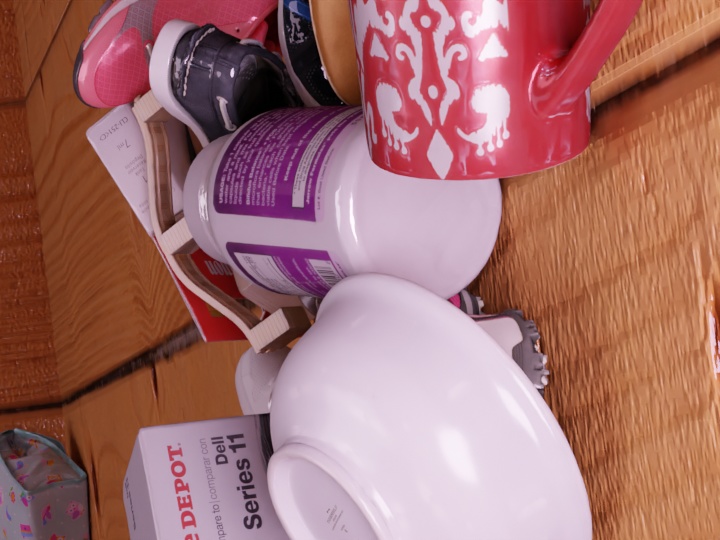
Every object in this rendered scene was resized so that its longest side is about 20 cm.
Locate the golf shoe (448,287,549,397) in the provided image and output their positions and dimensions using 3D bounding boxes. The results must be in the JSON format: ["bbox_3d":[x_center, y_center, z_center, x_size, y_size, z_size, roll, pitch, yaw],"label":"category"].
[{"bbox_3d":[0.044,0.055,1.156,0.200,0.088,0.077,-147,54,-69],"label":"golf shoe"}]

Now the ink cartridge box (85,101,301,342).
[{"bbox_3d":[-0.099,-0.034,1.528,0.176,0.045,0.200,58,-163,12],"label":"ink cartridge box"}]

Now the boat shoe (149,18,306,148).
[{"bbox_3d":[-0.068,-0.102,1.331,0.200,0.060,0.076,22,-96,-68],"label":"boat shoe"}]

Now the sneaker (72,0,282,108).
[{"bbox_3d":[-0.102,-0.163,1.418,0.087,0.200,0.074,55,172,41],"label":"sneaker"}]

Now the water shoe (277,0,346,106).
[{"bbox_3d":[-0.013,-0.185,1.294,0.079,0.071,0.200,154,109,-72],"label":"water shoe"}]

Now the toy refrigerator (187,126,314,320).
[{"bbox_3d":[-0.058,-0.060,1.472,0.076,0.070,0.200,-39,44,18],"label":"toy refrigerator"}]

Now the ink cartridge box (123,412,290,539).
[{"bbox_3d":[-0.033,0.162,1.257,0.083,0.200,0.147,110,149,-58],"label":"ink cartridge box"}]

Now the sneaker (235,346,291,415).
[{"bbox_3d":[-0.023,0.090,1.447,0.200,0.074,0.116,53,146,40],"label":"sneaker"}]

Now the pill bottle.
[{"bbox_3d":[-0.019,-0.039,1.201,0.200,0.112,0.112,6,102,56],"label":"pill bottle"}]

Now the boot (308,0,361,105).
[{"bbox_3d":[0.019,-0.181,1.173,0.144,0.071,0.201,-138,49,-72],"label":"boot"}]

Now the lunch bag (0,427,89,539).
[{"bbox_3d":[-0.486,0.345,3.117,0.200,0.122,0.170,33,129,52],"label":"lunch bag"}]

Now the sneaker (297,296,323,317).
[{"bbox_3d":[0.000,0.000,1.311,0.070,0.075,0.200,-120,27,-56],"label":"sneaker"}]

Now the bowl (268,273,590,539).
[{"bbox_3d":[0.016,0.109,1.081,0.201,0.090,0.201,37,146,31],"label":"bowl"}]

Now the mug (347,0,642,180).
[{"bbox_3d":[0.054,-0.145,0.962,0.178,0.133,0.200,-130,33,-67],"label":"mug"}]

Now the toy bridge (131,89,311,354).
[{"bbox_3d":[-0.105,-0.032,1.392,0.067,0.027,0.200,-36,74,29],"label":"toy bridge"}]
